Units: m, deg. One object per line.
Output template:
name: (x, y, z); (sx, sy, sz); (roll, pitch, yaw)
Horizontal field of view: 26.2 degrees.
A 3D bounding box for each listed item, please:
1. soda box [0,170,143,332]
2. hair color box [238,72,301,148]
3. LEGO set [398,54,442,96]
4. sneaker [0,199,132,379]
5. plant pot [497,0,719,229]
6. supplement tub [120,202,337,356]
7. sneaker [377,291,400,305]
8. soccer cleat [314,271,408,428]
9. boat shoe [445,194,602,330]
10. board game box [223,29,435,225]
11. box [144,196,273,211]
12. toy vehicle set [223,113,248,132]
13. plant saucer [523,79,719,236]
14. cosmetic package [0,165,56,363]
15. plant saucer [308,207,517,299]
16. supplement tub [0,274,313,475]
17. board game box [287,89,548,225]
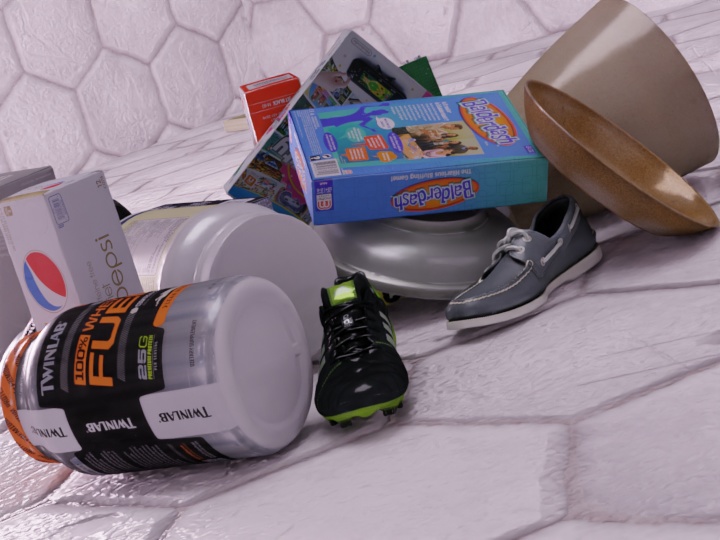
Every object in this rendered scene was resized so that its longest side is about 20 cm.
soda box: (-0.209, 0.029, 1.191); (0.068, 0.201, 0.064); (-6, 15, 42)
hair color box: (-0.071, -0.099, 1.610); (0.064, 0.201, 0.111); (-17, 11, -5)
LEGO set: (0.037, -0.145, 1.731); (0.153, 0.200, 0.116); (-32, 5, -7)
sneaker: (-0.243, 0.034, 1.345); (0.080, 0.201, 0.086); (24, -7, -20)
plant pot: (0.202, -0.125, 1.463); (0.200, 0.188, 0.187); (-34, 14, -8)
supplement tub: (-0.124, 0.018, 1.265); (0.145, 0.146, 0.200); (-24, 14, -34)
sneaker: (0.000, 0.000, 1.392); (0.076, 0.076, 0.200); (-9, 22, 3)
soccer cleat: (-0.006, 0.052, 1.086); (0.067, 0.081, 0.200); (-16, 11, 3)
boat shoe: (0.124, -0.007, 1.231); (0.073, 0.062, 0.200); (-8, 14, 41)
board game box: (-0.017, -0.114, 1.528); (0.200, 0.147, 0.064); (-52, 13, 2)
box: (-0.172, 0.003, 1.489); (0.132, 0.115, 0.200); (-23, 14, -34)
toy vehicle set: (-0.209, -0.347, 3.471); (0.124, 0.027, 0.200); (-23, 13, -30)
plant saucer: (0.209, -0.086, 1.291); (0.035, 0.200, 0.200); (-55, 0, 18)
cosmetic package: (-0.317, 0.014, 1.437); (0.106, 0.201, 0.090); (-6, 17, 35)
plant saucer: (0.053, -0.039, 1.329); (0.199, 0.050, 0.200); (4, 25, -2)
supplement tub: (-0.143, 0.076, 1.069); (0.199, 0.123, 0.122); (-11, 12, 29)
board game box: (0.046, -0.100, 1.328); (0.199, 0.045, 0.152); (-6, 29, -7)
